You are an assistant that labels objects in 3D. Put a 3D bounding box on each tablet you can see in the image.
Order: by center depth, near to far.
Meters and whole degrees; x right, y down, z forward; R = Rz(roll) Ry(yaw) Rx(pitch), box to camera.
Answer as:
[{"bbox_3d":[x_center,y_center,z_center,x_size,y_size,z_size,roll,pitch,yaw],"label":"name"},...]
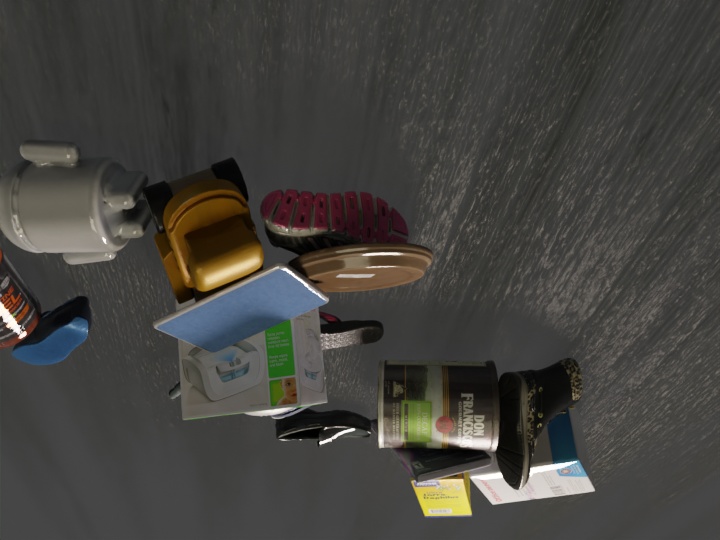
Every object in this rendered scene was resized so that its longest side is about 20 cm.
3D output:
[{"bbox_3d":[-0.150,0.051,0.799,0.196,0.014,0.130,-24,150,16],"label":"tablet"}]

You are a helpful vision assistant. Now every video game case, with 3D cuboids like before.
[{"bbox_3d":[0.118,0.303,1.104,0.139,0.200,0.019,-6,106,-21],"label":"video game case"}]

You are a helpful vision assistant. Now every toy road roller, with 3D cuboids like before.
[{"bbox_3d":[-0.177,-0.021,0.761,0.121,0.147,0.203,-22,140,-18],"label":"toy road roller"}]

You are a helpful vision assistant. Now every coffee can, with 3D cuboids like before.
[{"bbox_3d":[0.128,0.227,1.059,0.194,0.149,0.148,0,140,5],"label":"coffee can"}]

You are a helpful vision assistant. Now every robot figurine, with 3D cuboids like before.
[{"bbox_3d":[-0.357,-0.080,0.767,0.194,0.114,0.173,0,124,4],"label":"robot figurine"}]

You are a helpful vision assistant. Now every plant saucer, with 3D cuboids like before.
[{"bbox_3d":[0.000,0.000,0.825,0.194,0.030,0.200,-4,169,-1],"label":"plant saucer"}]

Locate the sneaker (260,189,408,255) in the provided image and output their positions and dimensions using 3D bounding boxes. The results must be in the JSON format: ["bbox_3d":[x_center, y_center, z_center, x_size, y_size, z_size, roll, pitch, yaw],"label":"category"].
[{"bbox_3d":[-0.037,-0.053,0.810,0.195,0.076,0.088,5,156,-15],"label":"sneaker"}]

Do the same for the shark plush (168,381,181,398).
[{"bbox_3d":[-0.271,0.184,1.089,0.195,0.085,0.091,-14,137,19],"label":"shark plush"}]

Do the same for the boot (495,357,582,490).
[{"bbox_3d":[0.302,0.253,1.042,0.151,0.073,0.209,-12,107,-28],"label":"boot"}]

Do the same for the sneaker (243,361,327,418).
[{"bbox_3d":[-0.155,0.226,1.072,0.198,0.081,0.147,-17,154,-48],"label":"sneaker"}]

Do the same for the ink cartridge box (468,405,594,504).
[{"bbox_3d":[0.310,0.327,1.160,0.196,0.149,0.147,-17,136,22],"label":"ink cartridge box"}]

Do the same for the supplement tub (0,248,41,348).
[{"bbox_3d":[-0.555,0.017,0.900,0.104,0.109,0.202,-1,140,5],"label":"supplement tub"}]

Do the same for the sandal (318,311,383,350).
[{"bbox_3d":[-0.060,0.096,1.011,0.195,0.046,0.076,-4,147,-15],"label":"sandal"}]

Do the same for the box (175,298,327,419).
[{"bbox_3d":[-0.159,0.116,0.914,0.195,0.181,0.096,-9,170,20],"label":"box"}]

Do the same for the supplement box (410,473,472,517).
[{"bbox_3d":[0.173,0.432,1.321,0.107,0.111,0.202,-6,139,12],"label":"supplement box"}]

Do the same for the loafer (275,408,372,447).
[{"bbox_3d":[-0.072,0.317,1.236,0.195,0.072,0.069,6,140,-3],"label":"loafer"}]

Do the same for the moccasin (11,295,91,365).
[{"bbox_3d":[-0.497,0.101,1.026,0.197,0.070,0.080,-21,141,28],"label":"moccasin"}]
